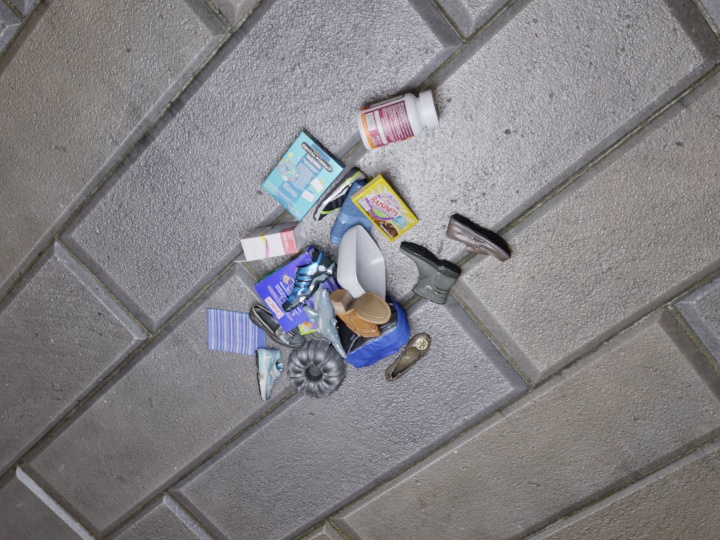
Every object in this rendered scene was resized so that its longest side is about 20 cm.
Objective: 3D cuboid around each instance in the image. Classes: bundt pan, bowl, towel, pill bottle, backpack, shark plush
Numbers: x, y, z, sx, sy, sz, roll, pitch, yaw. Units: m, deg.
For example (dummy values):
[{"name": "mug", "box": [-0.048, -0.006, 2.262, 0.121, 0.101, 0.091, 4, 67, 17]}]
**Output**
[{"name": "bundt pan", "box": [-0.142, 0.316, 1.704, 0.199, 0.076, 0.204, 3, 109, 9]}, {"name": "bowl", "box": [0.000, 0.000, 1.486, 0.074, 0.202, 0.200, -14, 144, 23]}, {"name": "towel", "box": [-0.009, -0.157, 1.499, 0.111, 0.049, 0.201, 7, 126, -31]}, {"name": "towel", "box": [-0.400, 0.202, 1.737, 0.197, 0.024, 0.147, 7, 109, 8]}, {"name": "pill bottle", "box": [0.098, -0.391, 1.398, 0.198, 0.110, 0.111, -13, 106, 14]}, {"name": "backpack", "box": [0.046, 0.173, 1.577, 0.199, 0.164, 0.168, -32, 139, 14]}, {"name": "shark plush", "box": [-0.088, 0.147, 1.463, 0.083, 0.090, 0.202, -10, 91, 53]}]

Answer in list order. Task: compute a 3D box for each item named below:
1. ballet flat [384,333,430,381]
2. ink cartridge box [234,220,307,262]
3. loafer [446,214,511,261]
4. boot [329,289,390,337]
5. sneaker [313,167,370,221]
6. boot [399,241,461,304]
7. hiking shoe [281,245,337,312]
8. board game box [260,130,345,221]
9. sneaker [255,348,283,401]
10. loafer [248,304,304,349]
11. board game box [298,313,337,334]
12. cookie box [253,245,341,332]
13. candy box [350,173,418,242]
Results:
[{"name": "ballet flat", "box": [0.142, 0.272, 1.653, 0.067, 0.046, 0.200, 40, 111, -6]}, {"name": "ink cartridge box", "box": [-0.266, -0.085, 1.564, 0.198, 0.117, 0.068, -10, 108, 12]}, {"name": "loafer", "box": [0.322, -0.080, 1.494, 0.199, 0.073, 0.071, 32, 122, 3]}, {"name": "boot", "box": [0.022, 0.127, 1.409, 0.199, 0.074, 0.155, 20, 150, 42]}, {"name": "sneaker", "box": [-0.051, -0.197, 1.512, 0.083, 0.072, 0.200, 42, 111, -7]}, {"name": "boot", "box": [0.177, 0.014, 1.551, 0.199, 0.068, 0.131, 29, 117, 1]}, {"name": "hiking shoe", "box": [-0.153, 0.028, 1.486, 0.200, 0.074, 0.087, -45, 90, 8]}, {"name": "board game box", "box": [-0.161, -0.265, 1.521, 0.151, 0.047, 0.200, 41, 110, -5]}, {"name": "sneaker", "box": [-0.287, 0.337, 1.737, 0.085, 0.078, 0.202, -6, 124, -16]}, {"name": "loafer", "box": [-0.258, 0.173, 1.662, 0.199, 0.072, 0.063, 31, 151, 5]}, {"name": "board game box", "box": [-0.148, 0.083, 1.640, 0.133, 0.045, 0.202, -16, 106, 15]}, {"name": "cookie box", "box": [-0.180, 0.054, 1.570, 0.199, 0.075, 0.172, -30, 101, 17]}, {"name": "candy box", "box": [0.069, -0.165, 1.469, 0.102, 0.027, 0.200, -37, 132, 12]}]
